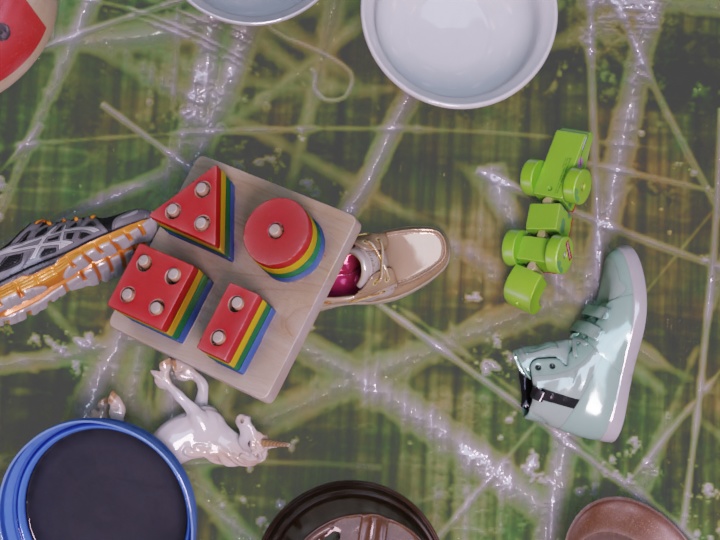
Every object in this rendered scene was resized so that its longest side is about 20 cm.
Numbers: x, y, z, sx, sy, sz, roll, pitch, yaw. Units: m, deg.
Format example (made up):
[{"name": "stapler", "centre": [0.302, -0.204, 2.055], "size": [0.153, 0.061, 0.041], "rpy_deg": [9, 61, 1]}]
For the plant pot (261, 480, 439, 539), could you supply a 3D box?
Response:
[{"name": "plant pot", "centre": [-0.006, 0.300, 1.238], "size": [0.198, 0.198, 0.203], "rpy_deg": [0, 82, -3]}]

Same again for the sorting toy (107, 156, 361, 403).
[{"name": "sorting toy", "centre": [-0.133, -0.005, 1.293], "size": [0.199, 0.070, 0.200], "rpy_deg": [22, 78, 26]}]

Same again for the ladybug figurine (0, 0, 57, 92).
[{"name": "ladybug figurine", "centre": [-0.398, -0.249, 1.350], "size": [0.136, 0.072, 0.200], "rpy_deg": [41, 82, 2]}]

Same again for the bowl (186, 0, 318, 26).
[{"name": "bowl", "centre": [-0.111, -0.339, 1.372], "size": [0.199, 0.090, 0.204], "rpy_deg": [1, 83, -4]}]

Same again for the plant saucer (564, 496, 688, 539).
[{"name": "plant saucer", "centre": [0.268, 0.323, 1.295], "size": [0.199, 0.037, 0.202], "rpy_deg": [19, 52, -25]}]

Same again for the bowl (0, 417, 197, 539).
[{"name": "bowl", "centre": [-0.251, 0.238, 1.280], "size": [0.198, 0.039, 0.203], "rpy_deg": [1, 99, 9]}]

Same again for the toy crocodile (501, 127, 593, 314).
[{"name": "toy crocodile", "centre": [0.197, -0.054, 1.370], "size": [0.067, 0.062, 0.202], "rpy_deg": [8, 74, 33]}]

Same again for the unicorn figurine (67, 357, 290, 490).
[{"name": "unicorn figurine", "centre": [-0.178, 0.159, 1.316], "size": [0.199, 0.074, 0.138], "rpy_deg": [-32, 85, 9]}]

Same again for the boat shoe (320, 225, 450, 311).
[{"name": "boat shoe", "centre": [0.000, 0.000, 1.343], "size": [0.198, 0.069, 0.074], "rpy_deg": [-17, 84, -6]}]

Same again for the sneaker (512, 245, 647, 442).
[{"name": "sneaker", "centre": [0.220, 0.065, 1.343], "size": [0.117, 0.074, 0.203], "rpy_deg": [11, 84, -9]}]

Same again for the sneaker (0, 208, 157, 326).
[{"name": "sneaker", "centre": [-0.299, -0.021, 1.327], "size": [0.198, 0.078, 0.078], "rpy_deg": [-25, 66, -13]}]

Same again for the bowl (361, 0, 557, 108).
[{"name": "bowl", "centre": [0.097, -0.255, 1.367], "size": [0.199, 0.090, 0.204], "rpy_deg": [1, 82, -4]}]
